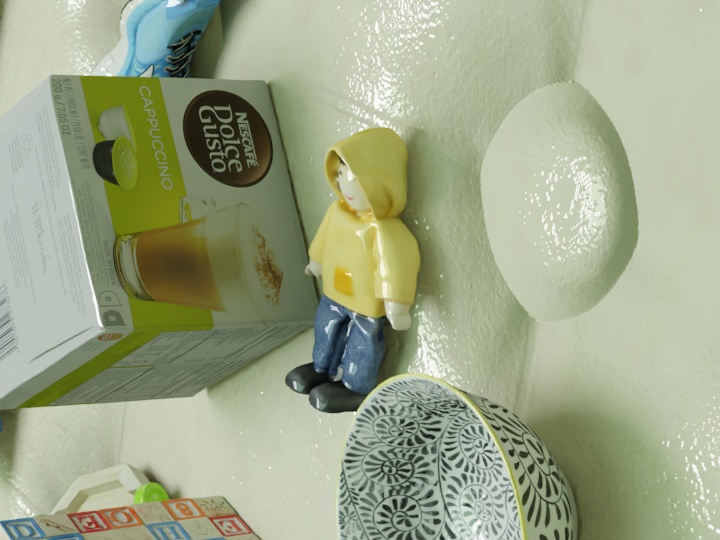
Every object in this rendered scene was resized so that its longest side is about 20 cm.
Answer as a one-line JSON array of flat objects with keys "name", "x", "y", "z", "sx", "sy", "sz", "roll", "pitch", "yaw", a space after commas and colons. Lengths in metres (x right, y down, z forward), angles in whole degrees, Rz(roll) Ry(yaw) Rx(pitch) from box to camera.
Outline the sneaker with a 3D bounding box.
[{"name": "sneaker", "x": -0.149, "y": -0.163, "z": 1.685, "sx": 0.090, "sy": 0.078, "sz": 0.200, "roll": 57, "pitch": 144, "yaw": 15}]

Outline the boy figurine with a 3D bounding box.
[{"name": "boy figurine", "x": 0.000, "y": 0.000, "z": 1.480, "sx": 0.124, "sy": 0.064, "sz": 0.201, "roll": 39, "pitch": 127, "yaw": 49}]

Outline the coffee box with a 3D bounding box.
[{"name": "coffee box", "x": -0.177, "y": -0.020, "z": 1.612, "sx": 0.200, "sy": 0.197, "sz": 0.200, "roll": -32, "pitch": 67, "yaw": 49}]

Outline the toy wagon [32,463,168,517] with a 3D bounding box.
[{"name": "toy wagon", "x": -0.231, "y": 0.262, "z": 1.771, "sx": 0.155, "sy": 0.040, "sz": 0.201, "roll": -19, "pitch": 50, "yaw": 39}]

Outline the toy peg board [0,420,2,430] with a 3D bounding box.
[{"name": "toy peg board", "x": -0.392, "y": 0.065, "z": 2.027, "sx": 0.200, "sy": 0.098, "sz": 0.200, "roll": 41, "pitch": 139, "yaw": 47}]

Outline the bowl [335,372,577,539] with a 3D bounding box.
[{"name": "bowl", "x": 0.076, "y": 0.162, "z": 1.358, "sx": 0.200, "sy": 0.094, "sz": 0.202, "roll": 7, "pitch": 99, "yaw": 54}]

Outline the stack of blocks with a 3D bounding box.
[{"name": "stack of blocks", "x": -0.171, "y": 0.237, "z": 1.624, "sx": 0.115, "sy": 0.199, "sz": 0.059, "roll": 42, "pitch": 126, "yaw": 46}]
